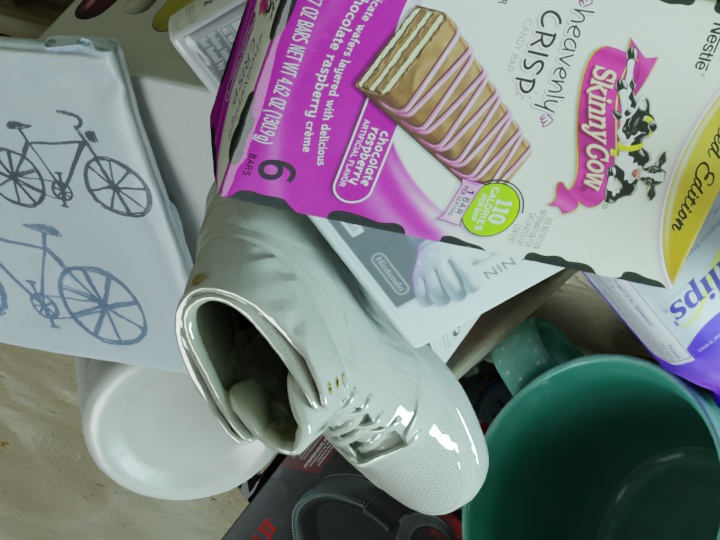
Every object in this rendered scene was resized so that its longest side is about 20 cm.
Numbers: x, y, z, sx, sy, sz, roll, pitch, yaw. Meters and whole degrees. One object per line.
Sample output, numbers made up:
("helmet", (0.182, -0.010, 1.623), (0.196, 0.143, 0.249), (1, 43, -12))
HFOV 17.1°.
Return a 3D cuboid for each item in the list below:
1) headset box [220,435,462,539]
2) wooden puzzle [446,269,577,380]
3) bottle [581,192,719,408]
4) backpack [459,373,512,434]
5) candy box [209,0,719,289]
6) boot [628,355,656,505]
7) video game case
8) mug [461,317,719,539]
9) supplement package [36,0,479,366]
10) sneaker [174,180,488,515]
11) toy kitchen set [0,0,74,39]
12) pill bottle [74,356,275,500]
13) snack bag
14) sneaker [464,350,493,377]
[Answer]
("headset box", (0.014, 0.168, 1.354), (0.200, 0.149, 0.077), (43, -156, 11))
("wooden puzzle", (0.000, 0.000, 1.245), (0.185, 0.200, 0.046), (12, 120, 33))
("bottle", (0.165, 0.010, 1.125), (0.200, 0.084, 0.065), (49, 173, -22))
("backpack", (0.083, 0.150, 1.463), (0.134, 0.200, 0.183), (-15, -178, 25))
("candy box", (0.054, -0.078, 0.951), (0.200, 0.061, 0.136), (10, 124, -16))
("boot", (0.168, 0.155, 1.363), (0.074, 0.155, 0.200), (-14, 152, 13))
("video game case", (0.049, -0.076, 1.004), (0.182, 0.023, 0.200), (-29, 124, 13))
("mug", (0.144, 0.114, 1.205), (0.152, 0.185, 0.114), (-8, 159, 35))
("supplement package", (-0.035, -0.062, 1.151), (0.200, 0.111, 0.156), (13, 139, 31))
("sneaker", (-0.017, 0.061, 1.068), (0.074, 0.116, 0.200), (-26, 116, 26))
("toy kitchen set", (-0.229, -0.130, 1.228), (0.180, 0.200, 0.163), (18, 115, 23))
("pill bottle", (-0.108, 0.026, 1.361), (0.114, 0.114, 0.200), (42, -162, -33))
("snack bag", (-0.164, -0.038, 1.170), (0.188, 0.021, 0.200), (8, 130, 32))
("sneaker", (0.008, 0.016, 1.376), (0.098, 0.071, 0.200), (38, 158, -30))
